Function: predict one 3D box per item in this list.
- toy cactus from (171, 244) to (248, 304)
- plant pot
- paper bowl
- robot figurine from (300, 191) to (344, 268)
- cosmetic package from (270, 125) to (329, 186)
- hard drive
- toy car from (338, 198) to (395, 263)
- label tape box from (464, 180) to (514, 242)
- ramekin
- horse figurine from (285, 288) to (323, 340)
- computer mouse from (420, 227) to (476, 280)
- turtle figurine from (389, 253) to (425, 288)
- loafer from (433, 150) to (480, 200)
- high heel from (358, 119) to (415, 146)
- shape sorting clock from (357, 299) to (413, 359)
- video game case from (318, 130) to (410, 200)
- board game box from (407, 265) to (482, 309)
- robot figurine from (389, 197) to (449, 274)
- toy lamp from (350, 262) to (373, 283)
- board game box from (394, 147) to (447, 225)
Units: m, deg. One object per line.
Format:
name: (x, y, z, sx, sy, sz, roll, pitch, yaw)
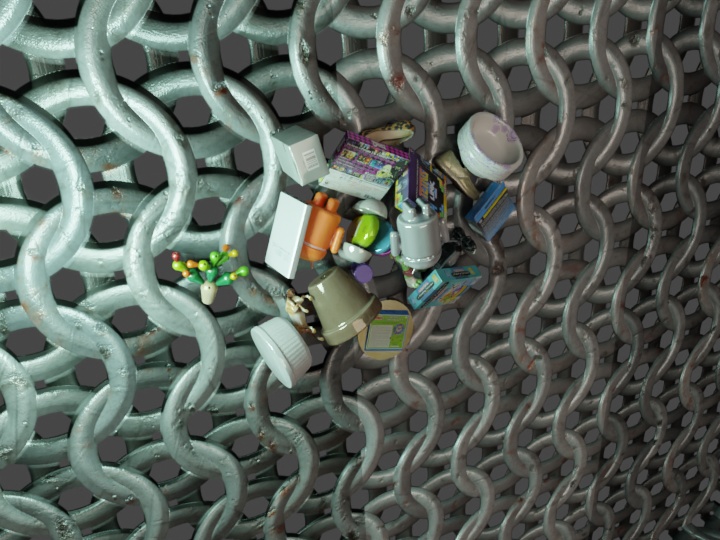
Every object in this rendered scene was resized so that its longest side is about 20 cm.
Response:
toy cactus: (-0.405, 0.012, 1.484, 0.196, 0.103, 0.167, -1, 128, -26)
plant pot: (-0.061, 0.089, 1.613, 0.199, 0.200, 0.176, -36, 103, -7)
paper bowl: (0.374, -0.357, 1.644, 0.197, 0.104, 0.204, 12, 60, -22)
robot figurine: (-0.128, -0.114, 1.536, 0.142, 0.116, 0.203, 19, 100, -31)
cosmetic package: (-0.155, -0.295, 1.406, 0.089, 0.200, 0.108, -26, 116, -14)
hard drive: (-0.197, -0.097, 1.499, 0.026, 0.131, 0.204, 4, 109, -42)
toy car: (0.032, -0.097, 1.556, 0.148, 0.200, 0.178, 24, 87, -14)
label tape box: (0.397, -0.194, 1.726, 0.145, 0.063, 0.200, -51, 148, 0)
ramekin: (-0.219, 0.225, 1.581, 0.094, 0.201, 0.205, -34, 120, -22)
horse figurine: (-0.176, 0.133, 1.616, 0.050, 0.131, 0.203, -31, 113, -36)
computer mouse: (0.276, -0.033, 1.751, 0.200, 0.139, 0.053, -44, 122, 8)
turtle figurine: (0.164, -0.052, 1.666, 0.197, 0.145, 0.195, -26, 129, 7)
loafer: (0.307, -0.289, 1.688, 0.199, 0.076, 0.068, 38, 98, -30)
high heel: (0.053, -0.348, 1.511, 0.199, 0.142, 0.072, -36, 120, -8)
shape sorting clock: (0.080, 0.190, 1.787, 0.196, 0.039, 0.204, -8, 111, -20)
video game case: (0.008, -0.279, 1.527, 0.197, 0.036, 0.182, 13, 138, -27)
board game box: (0.266, 0.053, 1.740, 0.198, 0.047, 0.151, -6, 147, -41)
robot figurine: (0.159, -0.089, 1.486, 0.166, 0.113, 0.203, -13, 119, -6)
toy lamp: (0.000, 0.000, 1.589, 0.057, 0.200, 0.060, 0, 93, -4)
board game box: (0.176, -0.228, 1.591, 0.164, 0.203, 0.056, 31, 138, -32)
